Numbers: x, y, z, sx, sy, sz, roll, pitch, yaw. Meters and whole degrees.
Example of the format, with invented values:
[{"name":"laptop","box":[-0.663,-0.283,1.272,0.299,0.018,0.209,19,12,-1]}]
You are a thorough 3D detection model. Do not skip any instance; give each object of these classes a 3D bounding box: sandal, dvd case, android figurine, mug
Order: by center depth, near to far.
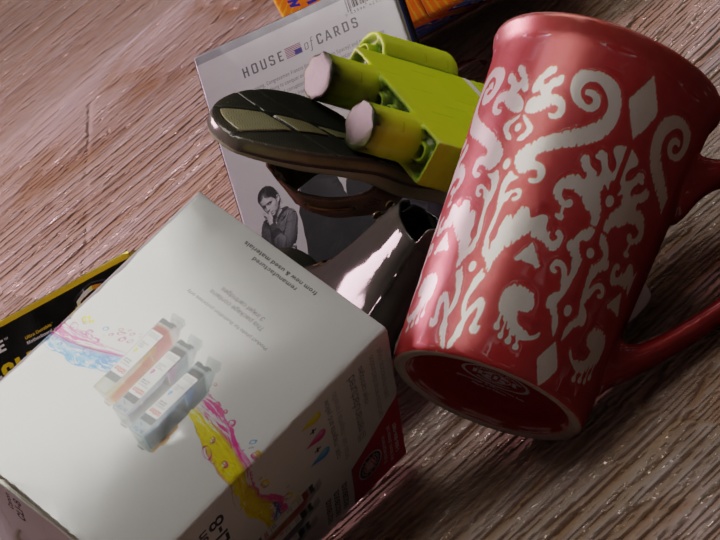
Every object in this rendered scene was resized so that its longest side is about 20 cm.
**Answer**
[{"name":"mug","box":[0.119,-0.017,1.429,0.177,0.133,0.200,11,68,30]},{"name":"sandal","box":[-0.010,-0.058,1.631,0.057,0.201,0.080,-59,43,17]},{"name":"android figurine","box":[0.066,-0.086,1.652,0.041,0.200,0.182,-63,36,21]},{"name":"dvd case","box":[-0.016,-0.079,1.752,0.150,0.200,0.025,-22,-20,14]}]

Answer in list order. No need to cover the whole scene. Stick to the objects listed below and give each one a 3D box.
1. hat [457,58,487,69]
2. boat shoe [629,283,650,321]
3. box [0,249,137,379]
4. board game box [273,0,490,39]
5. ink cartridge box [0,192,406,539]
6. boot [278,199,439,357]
[{"name":"hat","box":[0.015,-0.096,1.879,0.176,0.166,0.200,-2,65,-3]},{"name":"boat shoe","box":[0.089,0.002,1.563,0.070,0.066,0.200,-41,21,-20]},{"name":"box","box":[-0.164,0.056,1.700,0.159,0.049,0.200,-27,-16,14]},{"name":"board game box","box":[0.027,-0.285,2.030,0.200,0.200,0.200,-28,1,16]},{"name":"ink cartridge box","box":[-0.097,0.095,1.446,0.145,0.145,0.200,37,68,24]},{"name":"boot","box":[0.000,0.000,1.619,0.139,0.077,0.200,-61,28,16]}]
